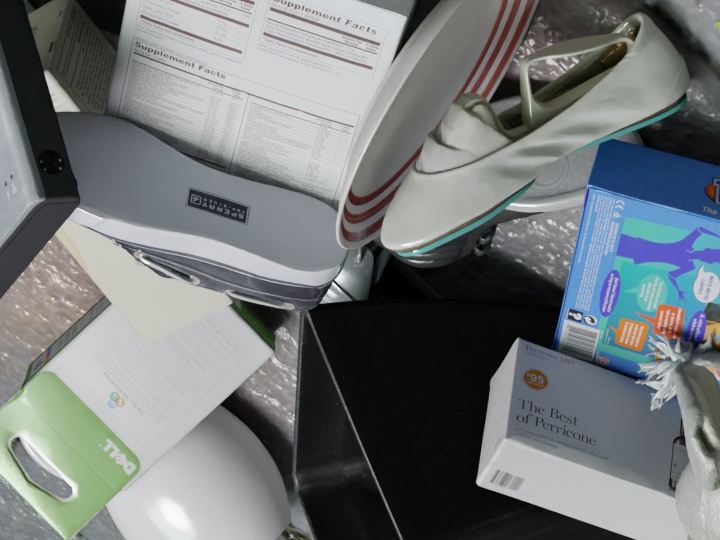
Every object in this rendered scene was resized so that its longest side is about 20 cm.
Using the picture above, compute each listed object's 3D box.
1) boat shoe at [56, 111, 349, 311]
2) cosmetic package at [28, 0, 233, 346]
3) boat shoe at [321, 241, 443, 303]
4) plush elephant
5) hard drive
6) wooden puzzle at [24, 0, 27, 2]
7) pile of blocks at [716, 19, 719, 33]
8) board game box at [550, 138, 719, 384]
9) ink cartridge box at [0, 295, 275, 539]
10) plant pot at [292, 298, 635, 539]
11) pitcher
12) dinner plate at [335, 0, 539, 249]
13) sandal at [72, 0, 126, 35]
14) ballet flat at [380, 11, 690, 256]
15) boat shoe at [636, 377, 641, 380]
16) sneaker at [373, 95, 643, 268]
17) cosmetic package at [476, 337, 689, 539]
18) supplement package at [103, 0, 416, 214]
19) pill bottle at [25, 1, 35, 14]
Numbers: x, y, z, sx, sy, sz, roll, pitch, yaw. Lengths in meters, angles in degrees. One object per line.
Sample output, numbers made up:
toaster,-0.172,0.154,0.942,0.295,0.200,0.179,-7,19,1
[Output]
boat shoe,-0.107,-0.027,1.477,0.198,0.072,0.068,17,142,-9
cosmetic package,-0.159,-0.063,1.655,0.073,0.104,0.200,-26,118,19
boat shoe,0.000,0.001,1.705,0.201,0.070,0.071,43,132,-12
plush elephant,0.236,0.102,1.442,0.198,0.156,0.165,-1,136,21
hard drive,-0.217,-0.097,1.442,0.140,0.033,0.201,-43,58,50
wooden puzzle,-0.162,-0.220,1.498,0.037,0.185,0.200,40,144,-7
pile of blocks,0.235,-0.103,1.376,0.062,0.082,0.200,-15,119,47
board game box,0.218,0.012,1.505,0.198,0.045,0.153,16,139,6
ink cartridge box,-0.165,0.080,1.821,0.104,0.200,0.059,46,-174,-11
plant pot,0.073,0.134,1.643,0.200,0.176,0.201,94,158,-52
pitcher,-0.158,0.146,1.938,0.200,0.121,0.171,48,137,-1
dinner plate,0.040,-0.100,1.444,0.024,0.200,0.201,33,143,11
sandal,-0.110,-0.199,1.607,0.199,0.043,0.076,-19,123,38
ballet flat,0.088,-0.082,1.451,0.070,0.199,0.069,59,172,14
boat shoe,0.215,0.141,1.665,0.067,0.072,0.201,15,132,35
sneaker,0.083,-0.052,1.581,0.198,0.071,0.099,-9,161,19
cosmetic package,0.172,0.113,1.544,0.199,0.083,0.051,19,134,-9
supplement package,-0.047,-0.150,1.479,0.150,0.153,0.201,18,142,0
pill bottle,-0.250,-0.131,1.731,0.200,0.109,0.108,49,142,-15
